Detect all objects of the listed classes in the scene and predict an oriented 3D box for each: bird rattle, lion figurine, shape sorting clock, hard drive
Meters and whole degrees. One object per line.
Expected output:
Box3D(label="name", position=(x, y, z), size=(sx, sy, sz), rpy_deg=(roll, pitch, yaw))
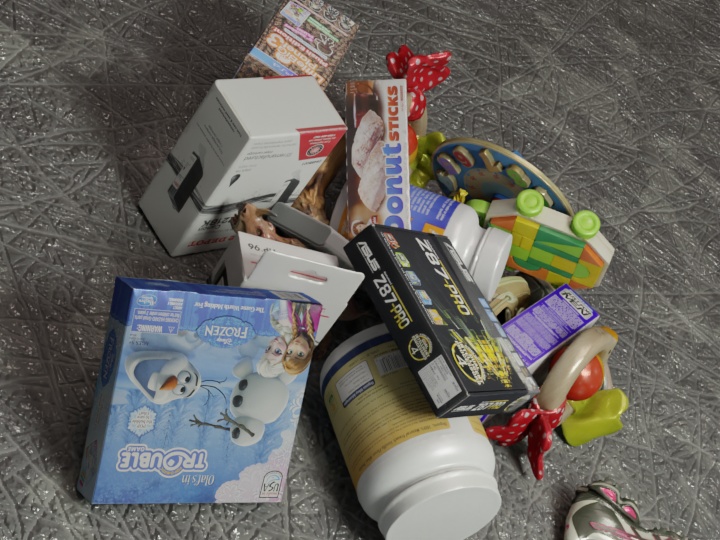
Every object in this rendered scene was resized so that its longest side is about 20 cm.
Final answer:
Box3D(label="bird rattle", position=(0.056, -0.171, 1.727), size=(0.112, 0.201, 0.163), rpy_deg=(24, 50, 14))
Box3D(label="lion figurine", position=(-0.043, -0.124, 1.642), size=(0.072, 0.201, 0.122), rpy_deg=(24, 4, -23))
Box3D(label="shape sorting clock", position=(0.170, -0.088, 1.695), size=(0.199, 0.200, 0.039), rpy_deg=(33, 70, -5))
Box3D(label="hard drive", position=(0.000, 0.000, 1.543), size=(0.200, 0.026, 0.132), rpy_deg=(37, -5, -34))
Box3D(label="bird rattle", position=(0.227, 0.134, 1.592), size=(0.112, 0.164, 0.199), rpy_deg=(36, 23, 30))

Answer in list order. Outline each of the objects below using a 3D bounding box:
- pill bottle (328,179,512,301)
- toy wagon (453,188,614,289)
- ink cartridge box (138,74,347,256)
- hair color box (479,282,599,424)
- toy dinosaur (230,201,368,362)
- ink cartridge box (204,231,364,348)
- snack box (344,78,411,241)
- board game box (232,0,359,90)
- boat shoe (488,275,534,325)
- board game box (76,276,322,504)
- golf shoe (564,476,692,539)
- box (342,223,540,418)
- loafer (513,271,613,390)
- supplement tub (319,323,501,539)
Box3D(label="pill bottle", position=(0.070, -0.036, 1.626), size=(0.199, 0.113, 0.112), rpy_deg=(20, 35, 12))
Box3D(label="toy wagon", position=(0.199, -0.039, 1.663), size=(0.199, 0.155, 0.040), rpy_deg=(21, 65, 7))
Box3D(label="ink cartridge box", position=(-0.130, -0.113, 1.522), size=(0.144, 0.200, 0.084), rpy_deg=(-12, 61, -45))
Box3D(label="hair color box", position=(0.187, 0.098, 1.626), size=(0.065, 0.110, 0.200), rpy_deg=(46, 37, 15))
Box3D(label="toy dinosaur", position=(-0.060, 0.017, 1.491), size=(0.199, 0.136, 0.086), rpy_deg=(19, 40, -23))
Box3D(label="ink cartridge box", position=(-0.093, 0.034, 1.392), size=(0.115, 0.200, 0.068), rpy_deg=(14, 42, -28))
Box3D(label="snack box", position=(0.020, -0.121, 1.587), size=(0.071, 0.024, 0.202), rpy_deg=(-2, 72, 2))
Box3D(label="board game box", position=(-0.100, -0.223, 1.695), size=(0.096, 0.160, 0.200), rpy_deg=(32, 38, -7))
Box3D(label="boat shoe", position=(0.144, 0.068, 1.651), size=(0.063, 0.074, 0.199), rpy_deg=(37, 44, 26))
Box3D(label="board game box", position=(-0.145, 0.114, 1.280), size=(0.199, 0.201, 0.043), rpy_deg=(5, 13, -35))
Box3D(label="golf shoe", position=(0.309, 0.318, 1.540), size=(0.199, 0.077, 0.088), rpy_deg=(34, 57, 0))
Box3D(label="box", position=(0.082, 0.051, 1.400), size=(0.161, 0.049, 0.201), rpy_deg=(9, 47, -58))
Box3D(label="loafer", position=(0.262, 0.078, 1.747), size=(0.063, 0.072, 0.201), rpy_deg=(4, 45, -46))
Box3D(label="supplement tub", position=(0.051, 0.168, 1.413), size=(0.144, 0.145, 0.201), rpy_deg=(7, 46, -34))
